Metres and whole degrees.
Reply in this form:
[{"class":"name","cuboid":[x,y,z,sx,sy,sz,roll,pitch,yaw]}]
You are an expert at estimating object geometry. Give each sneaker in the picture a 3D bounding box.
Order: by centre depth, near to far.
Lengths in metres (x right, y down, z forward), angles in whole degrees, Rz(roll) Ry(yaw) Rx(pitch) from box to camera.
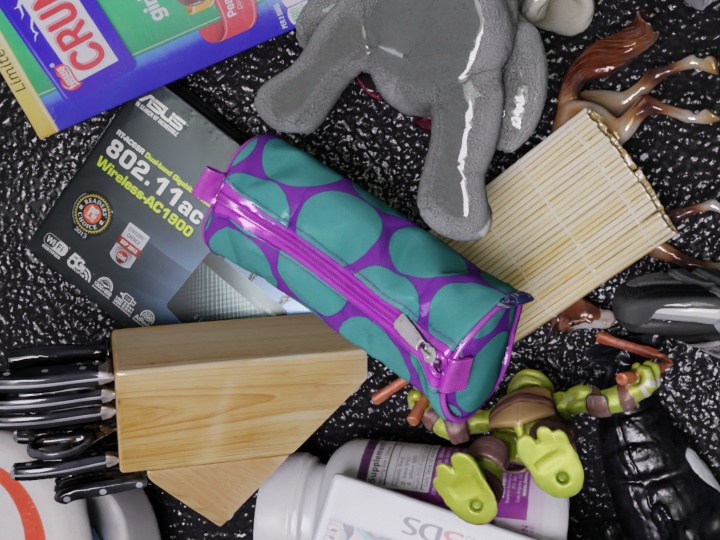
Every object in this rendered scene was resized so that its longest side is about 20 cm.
[{"class":"sneaker","cuboid":[0.250,0.061,0.721,0.199,0.075,0.116,0,105,-9]}]

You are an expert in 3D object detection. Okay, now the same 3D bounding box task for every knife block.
[{"class":"knife block","cuboid":[-0.120,0.066,0.720,0.200,0.064,0.175,-45,115,7]}]

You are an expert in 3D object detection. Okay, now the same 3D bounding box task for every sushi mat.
[{"class":"sushi mat","cuboid":[0.100,-0.009,0.760,0.200,0.012,0.096,-38,85,30]}]

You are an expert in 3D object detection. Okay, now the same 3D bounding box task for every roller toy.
[{"class":"roller toy","cuboid":[-0.242,0.199,0.792,0.200,0.140,0.183,37,90,23]}]

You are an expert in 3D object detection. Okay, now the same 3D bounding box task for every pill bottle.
[{"class":"pill bottle","cuboid":[0.035,0.170,0.770,0.199,0.112,0.113,4,96,11]}]

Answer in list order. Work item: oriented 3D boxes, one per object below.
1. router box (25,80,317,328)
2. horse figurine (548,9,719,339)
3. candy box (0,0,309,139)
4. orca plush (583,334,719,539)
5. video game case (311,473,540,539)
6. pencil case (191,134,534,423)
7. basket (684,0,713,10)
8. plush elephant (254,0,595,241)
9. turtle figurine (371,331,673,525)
[{"class":"router box","cuboid":[-0.105,-0.018,0.803,0.200,0.062,0.150,37,100,5]},{"class":"horse figurine","cuboid":[0.169,-0.061,0.748,0.132,0.050,0.201,-8,103,25]},{"class":"candy box","cuboid":[-0.148,-0.201,0.718,0.199,0.077,0.169,-23,130,1]},{"class":"orca plush","cuboid":[0.204,0.140,0.755,0.105,0.071,0.201,-8,94,11]},{"class":"video game case","cuboid":[0.038,0.242,0.682,0.181,0.024,0.201,16,80,12]},{"class":"pencil case","cuboid":[0.000,0.000,0.686,0.200,0.092,0.085,34,108,22]},{"class":"basket","cuboid":[0.213,-0.280,0.652,0.198,0.200,0.161,-43,81,12]},{"class":"plush elephant","cuboid":[0.054,-0.144,0.725,0.164,0.155,0.201,26,108,17]},{"class":"turtle figurine","cuboid":[0.091,0.098,0.715,0.199,0.161,0.065,-7,104,16]}]
